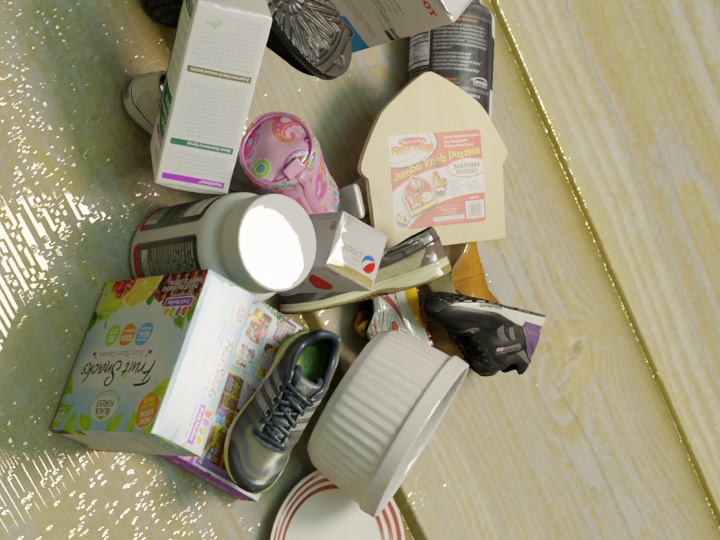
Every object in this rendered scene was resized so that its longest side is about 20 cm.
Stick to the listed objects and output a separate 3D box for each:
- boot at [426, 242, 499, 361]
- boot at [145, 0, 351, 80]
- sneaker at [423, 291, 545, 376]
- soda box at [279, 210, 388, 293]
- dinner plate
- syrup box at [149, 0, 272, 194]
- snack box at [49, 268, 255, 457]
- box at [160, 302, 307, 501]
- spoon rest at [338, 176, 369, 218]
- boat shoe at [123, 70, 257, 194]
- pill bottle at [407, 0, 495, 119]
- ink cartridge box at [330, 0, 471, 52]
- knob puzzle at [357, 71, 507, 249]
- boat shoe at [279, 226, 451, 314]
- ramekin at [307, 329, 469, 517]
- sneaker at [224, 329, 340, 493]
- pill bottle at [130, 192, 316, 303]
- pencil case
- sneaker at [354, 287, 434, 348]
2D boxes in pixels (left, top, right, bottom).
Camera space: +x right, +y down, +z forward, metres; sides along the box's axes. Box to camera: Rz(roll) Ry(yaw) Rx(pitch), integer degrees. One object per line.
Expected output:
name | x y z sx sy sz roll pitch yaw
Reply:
boot | 0.132 0.018 1.810 0.144 0.070 0.203 22 67 -56
boot | -0.121 -0.271 1.572 0.211 0.157 0.080 44 58 -20
sneaker | 0.145 0.080 1.716 0.199 0.075 0.088 14 88 -46
soda box | -0.063 -0.017 1.571 0.068 0.199 0.064 29 71 -34
dinner plate | -0.029 0.324 1.681 0.199 0.024 0.202 3 85 -39
syrup box | -0.153 -0.185 1.479 0.081 0.079 0.201 10 118 -17
snack box | -0.206 0.093 1.446 0.067 0.199 0.170 30 69 -32
box | -0.135 0.132 1.602 0.137 0.039 0.201 35 65 -32
spoon rest | 0.033 -0.098 1.759 0.199 0.060 0.100 -19 99 -52
boat shoe | -0.163 -0.148 1.585 0.200 0.065 0.072 43 55 -30
pill bottle | 0.111 -0.259 1.795 0.106 0.106 0.202 9 81 -38
ink cartridge box | 0.025 -0.343 1.673 0.146 0.199 0.084 53 57 -23
knob puzzle | 0.081 -0.129 1.712 0.218 0.030 0.222 -2 93 -26
boat shoe | 0.000 0.000 1.649 0.072 0.199 0.067 -26 101 -79
ramekin | 0.026 0.161 1.632 0.105 0.201 0.200 32 60 10
sneaker | -0.081 0.140 1.550 0.074 0.081 0.201 29 63 -9
pill bottle | -0.141 -0.019 1.508 0.113 0.199 0.115 4 84 -38
pencil case | -0.071 -0.098 1.573 0.200 0.087 0.088 65 36 -71
sneaker | 0.034 0.072 1.736 0.082 0.078 0.201 -20 104 -12
